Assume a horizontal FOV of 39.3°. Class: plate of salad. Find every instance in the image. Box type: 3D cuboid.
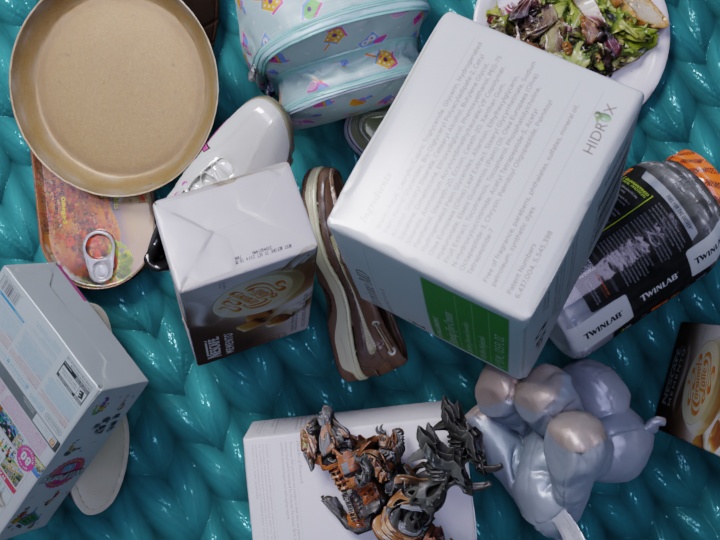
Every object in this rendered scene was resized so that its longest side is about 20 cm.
[{"bbox_3d":[0.209,-0.235,0.987,0.197,0.048,0.203,0,90,-3],"label":"plate of salad"}]

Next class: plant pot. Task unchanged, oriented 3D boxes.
[{"bbox_3d":[-0.224,-0.170,0.928,0.197,0.027,0.203,1,100,6],"label":"plant pot"}]

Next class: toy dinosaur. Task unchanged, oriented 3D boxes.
[{"bbox_3d":[0.043,0.183,0.844,0.199,0.102,0.136,36,110,-14],"label":"toy dinosaur"}]

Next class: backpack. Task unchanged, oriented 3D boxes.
[{"bbox_3d":[-0.022,-0.216,0.894,0.174,0.200,0.155,-16,81,-2],"label":"backpack"}]

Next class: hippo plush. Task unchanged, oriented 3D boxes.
[{"bbox_3d":[0.209,0.152,0.917,0.160,0.160,0.201,-18,68,-31],"label":"hippo plush"}]

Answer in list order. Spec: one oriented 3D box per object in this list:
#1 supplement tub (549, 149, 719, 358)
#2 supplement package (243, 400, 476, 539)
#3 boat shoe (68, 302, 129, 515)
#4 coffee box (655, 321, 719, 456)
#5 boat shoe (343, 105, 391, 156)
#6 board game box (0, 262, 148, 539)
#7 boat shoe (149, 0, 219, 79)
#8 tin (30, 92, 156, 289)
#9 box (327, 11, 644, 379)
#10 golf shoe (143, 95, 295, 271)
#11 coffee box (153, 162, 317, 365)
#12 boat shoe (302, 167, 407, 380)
[{"bbox_3d":[0.248,-0.019,0.948,0.199,0.123,0.123,-34,90,-2],"label":"supplement tub"},{"bbox_3d":[-0.002,0.196,0.936,0.197,0.121,0.121,-6,89,-2],"label":"supplement package"},{"bbox_3d":[-0.268,0.129,0.957,0.059,0.071,0.203,4,102,39],"label":"boat shoe"},{"bbox_3d":[0.344,0.114,0.910,0.079,0.200,0.116,17,88,-1],"label":"coffee box"},{"bbox_3d":[0.080,-0.118,0.973,0.198,0.062,0.073,18,88,-1],"label":"boat shoe"},{"bbox_3d":[-0.296,0.116,0.895,0.148,0.064,0.200,48,114,19],"label":"board game box"},{"bbox_3d":[-0.179,-0.269,0.972,0.074,0.074,0.205,18,96,33],"label":"boat shoe"},{"bbox_3d":[-0.254,-0.083,0.973,0.110,0.042,0.203,-6,89,2],"label":"tin"},{"bbox_3d":[0.102,-0.052,0.814,0.170,0.199,0.201,27,78,16],"label":"box"},{"bbox_3d":[-0.127,-0.069,0.904,0.072,0.092,0.200,41,124,4],"label":"golf shoe"},{"bbox_3d":[-0.104,0.001,0.860,0.113,0.200,0.080,-17,71,-12],"label":"coffee box"},{"bbox_3d":[0.002,-0.001,0.952,0.074,0.075,0.205,-10,100,16],"label":"boat shoe"}]
